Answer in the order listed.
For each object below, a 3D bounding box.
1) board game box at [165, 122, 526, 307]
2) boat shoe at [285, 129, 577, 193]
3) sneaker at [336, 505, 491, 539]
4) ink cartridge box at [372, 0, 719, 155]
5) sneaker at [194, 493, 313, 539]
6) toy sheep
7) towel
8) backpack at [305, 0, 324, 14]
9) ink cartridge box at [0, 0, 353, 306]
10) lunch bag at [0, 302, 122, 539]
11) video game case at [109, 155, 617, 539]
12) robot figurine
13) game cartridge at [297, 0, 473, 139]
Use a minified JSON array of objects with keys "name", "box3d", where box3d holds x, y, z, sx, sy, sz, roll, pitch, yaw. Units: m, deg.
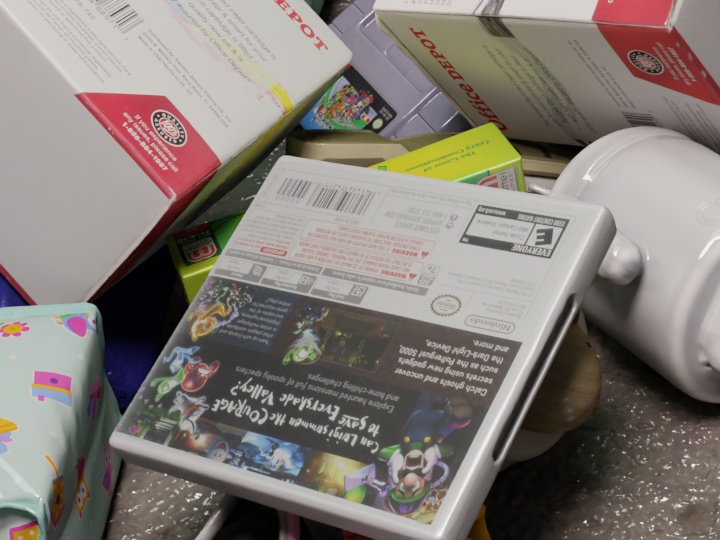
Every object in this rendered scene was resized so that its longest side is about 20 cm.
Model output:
[{"name":"board game box","box3d":[0.000,0.000,1.002,0.199,0.102,0.048,-20,35,-8]},{"name":"boat shoe","box3d":[0.049,-0.046,1.078,0.198,0.069,0.075,2,14,-13]},{"name":"sneaker","box3d":[0.046,0.164,0.772,0.081,0.078,0.200,-15,34,-4]},{"name":"ink cartridge box","box3d":[0.130,-0.136,0.994,0.199,0.147,0.083,11,70,40]},{"name":"sneaker","box3d":[-0.079,0.174,0.798,0.070,0.083,0.201,2,37,22]},{"name":"toy sheep","box3d":[0.040,0.046,0.902,0.199,0.139,0.138,12,41,42]},{"name":"towel","box3d":[-0.204,-0.012,1.028,0.050,0.199,0.148,-40,29,42]},{"name":"backpack","box3d":[-0.101,-0.223,1.339,0.165,0.127,0.201,-3,38,10]},{"name":"ink cartridge box","box3d":[-0.132,-0.097,1.007,0.145,0.145,0.200,-43,0,41]},{"name":"lunch bag","box3d":[-0.236,0.110,0.916,0.198,0.123,0.171,-4,36,5]},{"name":"video game case","box3d":[-0.001,0.032,0.833,0.199,0.023,0.183,11,60,36]},{"name":"robot figurine","box3d":[0.172,-0.006,0.936,0.169,0.114,0.200,15,16,-37]},{"name":"game cartridge","box3d":[0.017,-0.125,1.195,0.129,0.038,0.200,-39,36,1]}]
